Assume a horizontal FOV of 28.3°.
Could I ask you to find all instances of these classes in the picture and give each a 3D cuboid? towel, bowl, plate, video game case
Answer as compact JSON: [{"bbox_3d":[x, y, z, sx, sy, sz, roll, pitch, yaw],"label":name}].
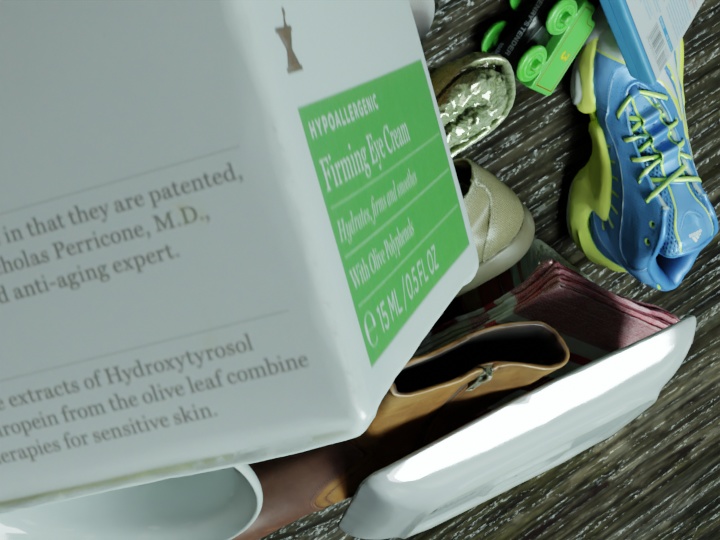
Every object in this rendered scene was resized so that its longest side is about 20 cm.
[{"bbox_3d":[0.086,0.062,0.886,0.200,0.023,0.144,-31,144,33],"label":"towel"},{"bbox_3d":[-0.145,0.067,0.696,0.201,0.090,0.201,2,151,1],"label":"bowl"},{"bbox_3d":[-0.014,-0.034,0.719,0.200,0.148,0.036,-42,100,-6],"label":"towel"},{"bbox_3d":[0.087,0.103,0.820,0.200,0.032,0.200,-24,167,-12],"label":"plate"},{"bbox_3d":[0.185,-0.212,0.749,0.200,0.018,0.143,-59,153,-5],"label":"video game case"}]

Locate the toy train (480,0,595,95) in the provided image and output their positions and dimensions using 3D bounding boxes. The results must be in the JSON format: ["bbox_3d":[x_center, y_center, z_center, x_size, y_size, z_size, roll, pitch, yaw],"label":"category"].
[{"bbox_3d":[0.135,-0.184,0.779,0.056,0.042,0.200,11,116,-55],"label":"toy train"}]

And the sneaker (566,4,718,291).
[{"bbox_3d":[0.181,-0.072,0.857,0.076,0.105,0.200,-24,136,-21],"label":"sneaker"}]

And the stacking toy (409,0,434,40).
[{"bbox_3d":[-0.038,-0.098,0.674,0.200,0.146,0.146,-33,141,-40],"label":"stacking toy"}]

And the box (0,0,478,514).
[{"bbox_3d":[-0.086,-0.035,0.475,0.200,0.199,0.171,-14,99,17],"label":"box"}]

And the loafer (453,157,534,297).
[{"bbox_3d":[0.000,0.000,0.800,0.200,0.076,0.067,-33,126,-6],"label":"loafer"}]

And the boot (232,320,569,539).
[{"bbox_3d":[-0.009,0.092,0.756,0.188,0.069,0.200,-9,166,-23],"label":"boot"}]

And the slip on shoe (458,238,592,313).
[{"bbox_3d":[0.123,0.036,0.941,0.061,0.074,0.200,-18,152,23],"label":"slip on shoe"}]
